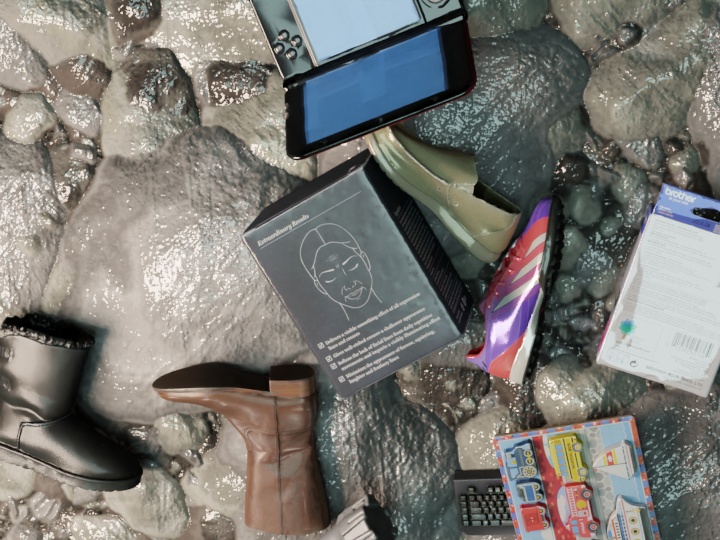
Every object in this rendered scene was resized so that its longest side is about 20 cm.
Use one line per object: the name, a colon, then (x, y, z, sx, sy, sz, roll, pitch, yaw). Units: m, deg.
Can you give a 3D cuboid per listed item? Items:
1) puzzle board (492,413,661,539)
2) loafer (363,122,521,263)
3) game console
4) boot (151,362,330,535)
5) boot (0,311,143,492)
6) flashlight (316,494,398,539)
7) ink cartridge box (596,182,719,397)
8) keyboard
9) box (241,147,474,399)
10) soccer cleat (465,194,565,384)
puzzle board: (0.234, 0.252, 1.578, 0.150, 0.017, 0.201, -10, 112, 14)
loafer: (0.083, -0.096, 1.484, 0.200, 0.076, 0.068, 43, 109, -15)
game console: (-0.003, -0.227, 1.430, 0.199, 0.119, 0.173, -20, 103, 15)
boot: (-0.129, 0.204, 1.624, 0.185, 0.064, 0.201, 0, 112, 8)
boot: (-0.323, 0.143, 1.635, 0.197, 0.073, 0.164, 16, 106, 6)
flashlight: (-0.040, 0.327, 1.623, 0.068, 0.068, 0.200, 40, 122, -17)
ink cartridge box: (0.323, 0.017, 1.492, 0.119, 0.042, 0.201, 18, 112, 4)
keyboard: (0.199, 0.227, 1.592, 0.198, 0.021, 0.128, -3, 107, 10)
box: (0.000, 0.000, 1.508, 0.148, 0.107, 0.201, -28, 102, 18)
soccer cleat: (0.159, 0.016, 1.510, 0.073, 0.068, 0.201, 15, 111, 13)
